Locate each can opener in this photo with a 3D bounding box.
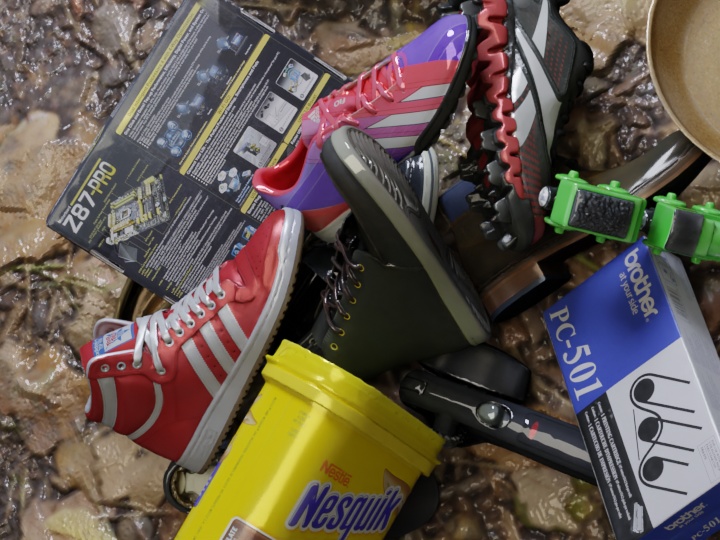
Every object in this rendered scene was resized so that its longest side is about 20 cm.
[{"bbox_3d":[0.117,0.108,1.584,0.200,0.063,0.079,25,91,21],"label":"can opener"}]

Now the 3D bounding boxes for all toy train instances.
[{"bbox_3d":[0.210,-0.025,1.520,0.200,0.056,0.042,12,96,-18],"label":"toy train"}]

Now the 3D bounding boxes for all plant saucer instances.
[{"bbox_3d":[0.287,-0.144,1.550,0.200,0.035,0.201,-2,72,5],"label":"plant saucer"}]

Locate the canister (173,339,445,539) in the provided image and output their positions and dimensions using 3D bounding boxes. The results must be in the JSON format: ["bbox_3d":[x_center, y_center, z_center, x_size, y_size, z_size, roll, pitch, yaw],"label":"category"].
[{"bbox_3d":[-0.046,0.164,1.523,0.086,0.149,0.200,26,83,35],"label":"canister"}]

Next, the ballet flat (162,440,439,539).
[{"bbox_3d":[-0.047,0.153,1.634,0.200,0.073,0.073,4,84,20],"label":"ballet flat"}]

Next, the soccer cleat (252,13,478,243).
[{"bbox_3d":[0.004,-0.099,1.548,0.073,0.068,0.200,26,129,-18],"label":"soccer cleat"}]

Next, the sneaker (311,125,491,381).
[{"bbox_3d":[0.000,0.000,1.533,0.106,0.200,0.075,-26,39,10],"label":"sneaker"}]

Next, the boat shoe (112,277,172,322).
[{"bbox_3d":[-0.111,-0.032,1.683,0.073,0.063,0.200,26,91,21],"label":"boat shoe"}]

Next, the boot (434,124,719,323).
[{"bbox_3d":[0.143,-0.060,1.591,0.200,0.075,0.097,-37,76,14],"label":"boot"}]

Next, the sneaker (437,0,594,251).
[{"bbox_3d":[0.112,-0.109,1.562,0.098,0.071,0.201,0,70,-15],"label":"sneaker"}]

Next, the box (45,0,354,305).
[{"bbox_3d":[-0.099,-0.073,1.633,0.161,0.049,0.200,31,90,-11],"label":"box"}]

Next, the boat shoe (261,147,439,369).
[{"bbox_3d":[-0.007,-0.002,1.632,0.200,0.062,0.075,-61,26,6],"label":"boat shoe"}]

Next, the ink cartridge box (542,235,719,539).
[{"bbox_3d":[0.186,0.083,1.518,0.094,0.044,0.200,-40,43,25],"label":"ink cartridge box"}]

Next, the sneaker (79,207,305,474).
[{"bbox_3d":[-0.118,0.034,1.581,0.112,0.071,0.200,22,108,-9],"label":"sneaker"}]
